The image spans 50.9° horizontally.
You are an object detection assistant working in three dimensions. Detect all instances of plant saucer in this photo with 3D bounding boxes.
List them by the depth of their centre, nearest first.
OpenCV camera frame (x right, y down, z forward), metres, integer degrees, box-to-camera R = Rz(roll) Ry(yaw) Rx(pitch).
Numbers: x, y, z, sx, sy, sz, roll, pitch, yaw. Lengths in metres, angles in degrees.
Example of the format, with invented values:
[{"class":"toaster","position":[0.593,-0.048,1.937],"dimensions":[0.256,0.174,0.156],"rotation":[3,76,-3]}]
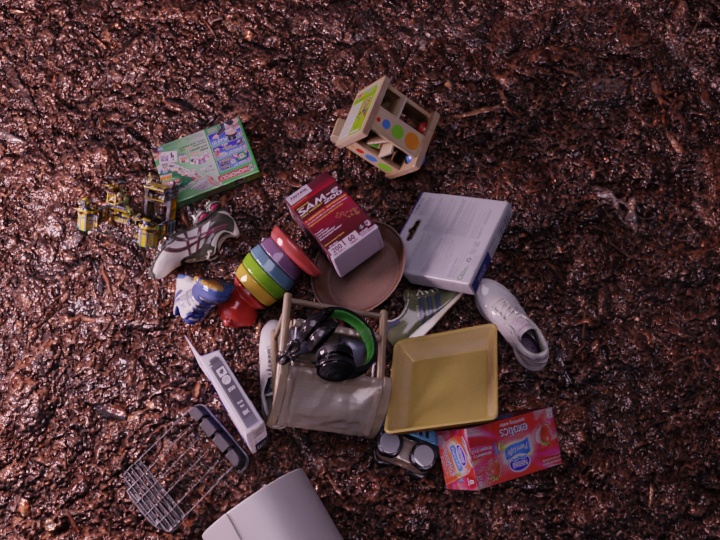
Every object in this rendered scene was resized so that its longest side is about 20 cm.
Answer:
[{"class":"plant saucer","position":[0.148,0.197,1.309],"dimensions":[0.196,0.049,0.203],"rotation":[-12,42,21]},{"class":"plant saucer","position":[0.000,0.000,1.448],"dimensions":[0.196,0.037,0.205],"rotation":[-12,58,19]}]

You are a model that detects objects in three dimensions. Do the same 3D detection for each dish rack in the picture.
[{"class":"dish rack","position":[-0.318,0.357,1.363],"dimensions":[0.200,0.055,0.153],"rotation":[-44,75,-10]}]

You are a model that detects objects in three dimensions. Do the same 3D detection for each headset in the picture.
[{"class":"headset","position":[-0.050,0.116,1.223],"dimensions":[0.197,0.094,0.125],"rotation":[-13,62,-40]}]

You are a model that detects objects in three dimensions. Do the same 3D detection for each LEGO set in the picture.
[{"class":"LEGO set","position":[-0.444,-0.132,1.463],"dimensions":[0.196,0.153,0.119],"rotation":[17,110,17]}]

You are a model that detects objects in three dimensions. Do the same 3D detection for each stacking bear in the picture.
[{"class":"stacking bear","position":[-0.190,0.025,1.436],"dimensions":[0.200,0.114,0.121],"rotation":[-46,33,0]}]

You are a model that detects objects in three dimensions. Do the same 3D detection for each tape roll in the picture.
[{"class":"tape roll","position":[-0.144,0.445,1.253],"dimensions":[0.200,0.203,0.140],"rotation":[-33,75,-9]}]

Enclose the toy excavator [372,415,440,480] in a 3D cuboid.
[{"class":"toy excavator","position":[0.132,0.272,1.364],"dimensions":[0.190,0.100,0.203],"rotation":[19,65,6]}]

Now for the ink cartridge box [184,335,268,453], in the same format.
[{"class":"ink cartridge box","position":[-0.230,0.213,1.330],"dimensions":[0.043,0.199,0.201],"rotation":[-32,75,-16]}]

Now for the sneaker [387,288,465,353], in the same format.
[{"class":"sneaker","position":[0.121,0.062,1.436],"dimensions":[0.200,0.067,0.090],"rotation":[-44,81,-8]}]

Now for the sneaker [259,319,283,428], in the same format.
[{"class":"sneaker","position":[-0.154,0.186,1.399],"dimensions":[0.074,0.081,0.205],"rotation":[-7,71,1]}]

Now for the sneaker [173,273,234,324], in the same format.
[{"class":"sneaker","position":[-0.292,0.058,1.401],"dimensions":[0.074,0.199,0.090],"rotation":[15,83,-28]}]

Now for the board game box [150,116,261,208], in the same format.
[{"class":"board game box","position":[-0.318,-0.221,1.558],"dimensions":[0.196,0.029,0.137],"rotation":[-21,74,-5]}]

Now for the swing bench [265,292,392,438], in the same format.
[{"class":"swing bench","position":[-0.056,0.170,1.321],"dimensions":[0.194,0.131,0.203],"rotation":[10,50,-15]}]

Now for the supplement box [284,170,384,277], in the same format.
[{"class":"supplement box","position":[-0.052,-0.093,1.459],"dimensions":[0.108,0.061,0.200],"rotation":[-35,52,-9]}]

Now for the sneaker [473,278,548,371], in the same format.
[{"class":"sneaker","position":[0.287,0.089,1.408],"dimensions":[0.074,0.100,0.201],"rotation":[-36,73,-8]}]

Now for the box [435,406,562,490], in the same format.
[{"class":"box","position":[0.239,0.303,1.297],"dimensions":[0.196,0.095,0.102],"rotation":[-6,81,-30]}]

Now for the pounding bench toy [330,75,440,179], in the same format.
[{"class":"pounding bench toy","position":[0.044,-0.270,1.523],"dimensions":[0.154,0.199,0.127],"rotation":[29,75,-22]}]

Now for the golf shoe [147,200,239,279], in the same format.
[{"class":"golf shoe","position":[-0.328,-0.045,1.480],"dimensions":[0.088,0.077,0.200],"rotation":[45,80,5]}]

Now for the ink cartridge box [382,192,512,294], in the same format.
[{"class":"ink cartridge box","position":[0.168,-0.057,1.454],"dimensions":[0.197,0.044,0.199],"rotation":[10,59,37]}]
